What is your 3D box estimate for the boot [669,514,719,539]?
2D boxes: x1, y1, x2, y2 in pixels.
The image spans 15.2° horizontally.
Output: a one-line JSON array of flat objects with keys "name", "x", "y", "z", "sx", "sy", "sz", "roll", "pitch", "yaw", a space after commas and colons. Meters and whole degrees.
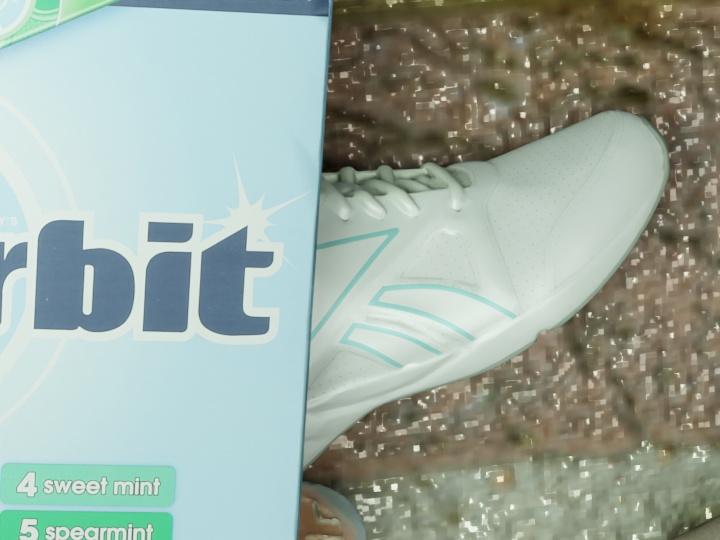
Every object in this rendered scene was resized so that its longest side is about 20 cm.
[{"name": "boot", "x": 0.142, "y": 0.161, "z": 0.881, "sx": 0.146, "sy": 0.070, "sz": 0.200, "roll": -44, "pitch": 108, "yaw": 6}]

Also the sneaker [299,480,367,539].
[{"name": "sneaker", "x": -0.075, "y": 0.145, "z": 0.824, "sx": 0.200, "sy": 0.071, "sz": 0.080, "roll": -39, "pitch": 148, "yaw": -16}]

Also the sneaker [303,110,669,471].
[{"name": "sneaker", "x": 0.000, "y": 0.000, "z": 0.802, "sx": 0.200, "sy": 0.070, "sz": 0.080, "roll": -31, "pitch": 105, "yaw": -4}]

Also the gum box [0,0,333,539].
[{"name": "gum box", "x": -0.097, "y": -0.005, "z": 0.735, "sx": 0.169, "sy": 0.045, "sz": 0.201, "roll": 3, "pitch": 100, "yaw": -10}]
